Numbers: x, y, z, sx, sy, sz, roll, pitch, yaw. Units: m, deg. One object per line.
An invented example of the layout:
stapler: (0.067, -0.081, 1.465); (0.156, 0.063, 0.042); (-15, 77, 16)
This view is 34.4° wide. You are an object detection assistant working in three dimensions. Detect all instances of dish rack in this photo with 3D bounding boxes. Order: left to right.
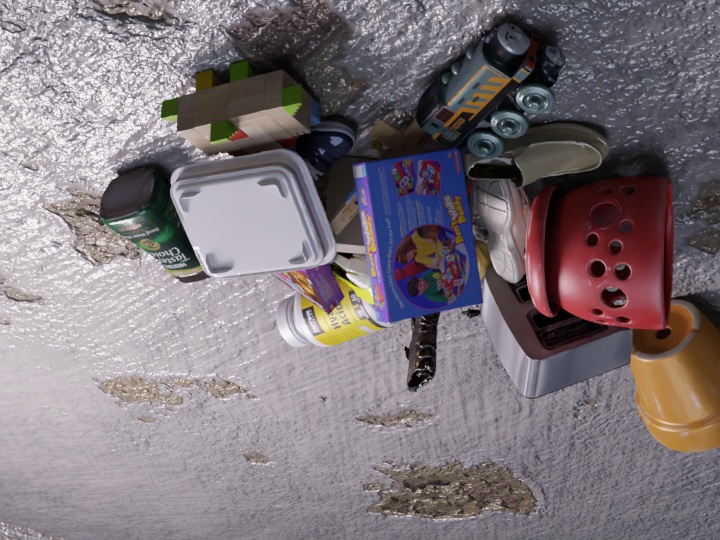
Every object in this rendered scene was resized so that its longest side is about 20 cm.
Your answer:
dish rack: (-0.144, -0.061, 1.490); (0.199, 0.044, 0.172); (-6, 122, 24)

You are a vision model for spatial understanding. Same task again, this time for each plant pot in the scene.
plant pot: (0.322, -0.024, 1.550); (0.181, 0.202, 0.201); (1, 150, 21)
plant pot: (0.510, 0.151, 1.836); (0.199, 0.201, 0.184); (-16, 127, 31)

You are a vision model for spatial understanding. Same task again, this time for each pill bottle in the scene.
pill bottle: (-0.033, 0.056, 1.810); (0.199, 0.112, 0.111); (-21, 141, 36)

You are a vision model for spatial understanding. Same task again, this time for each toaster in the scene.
toaster: (0.272, 0.070, 1.679); (0.199, 0.182, 0.119); (-18, 145, -9)

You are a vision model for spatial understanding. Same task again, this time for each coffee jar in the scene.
coffee jar: (-0.276, -0.059, 1.678); (0.104, 0.086, 0.200); (-13, 145, 28)

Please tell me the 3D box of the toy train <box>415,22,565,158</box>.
toy train: (0.152, -0.211, 1.376); (0.113, 0.086, 0.200); (27, 144, -16)

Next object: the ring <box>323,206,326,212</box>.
ring: (-0.040, -0.056, 1.655); (0.199, 0.019, 0.201); (25, 164, 8)

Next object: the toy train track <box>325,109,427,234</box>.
toy train track: (0.022, -0.132, 1.492); (0.114, 0.033, 0.200); (32, 104, -40)

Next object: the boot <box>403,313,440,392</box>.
boot: (0.106, 0.078, 1.765); (0.069, 0.175, 0.200); (7, 149, -4)

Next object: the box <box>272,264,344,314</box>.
box: (-0.120, -0.031, 1.641); (0.199, 0.039, 0.137); (33, 162, 31)

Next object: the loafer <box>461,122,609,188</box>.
loafer: (0.217, -0.142, 1.486); (0.198, 0.069, 0.076); (0, 149, 8)

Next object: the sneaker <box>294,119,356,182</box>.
sneaker: (-0.089, -0.118, 1.528); (0.199, 0.109, 0.070); (-20, 140, 35)

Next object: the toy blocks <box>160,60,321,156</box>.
toy blocks: (-0.130, -0.184, 1.462); (0.199, 0.101, 0.137); (-10, 158, 24)

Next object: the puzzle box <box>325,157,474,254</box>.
puzzle box: (0.052, -0.081, 1.548); (0.198, 0.134, 0.025); (6, 154, -1)

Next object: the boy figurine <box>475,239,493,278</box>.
boy figurine: (0.118, -0.035, 1.649); (0.199, 0.124, 0.065); (19, 112, -48)

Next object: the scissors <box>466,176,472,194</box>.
scissors: (0.107, -0.061, 1.513); (0.073, 0.202, 0.014); (4, 164, -1)

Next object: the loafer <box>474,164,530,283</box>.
loafer: (0.206, -0.076, 1.598); (0.072, 0.063, 0.201); (32, 147, 43)

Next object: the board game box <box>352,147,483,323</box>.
board game box: (0.073, -0.046, 1.463); (0.134, 0.202, 0.045); (-11, -175, -21)

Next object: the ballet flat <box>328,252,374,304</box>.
ballet flat: (0.000, 0.000, 1.572); (0.067, 0.067, 0.200); (31, 176, -29)
